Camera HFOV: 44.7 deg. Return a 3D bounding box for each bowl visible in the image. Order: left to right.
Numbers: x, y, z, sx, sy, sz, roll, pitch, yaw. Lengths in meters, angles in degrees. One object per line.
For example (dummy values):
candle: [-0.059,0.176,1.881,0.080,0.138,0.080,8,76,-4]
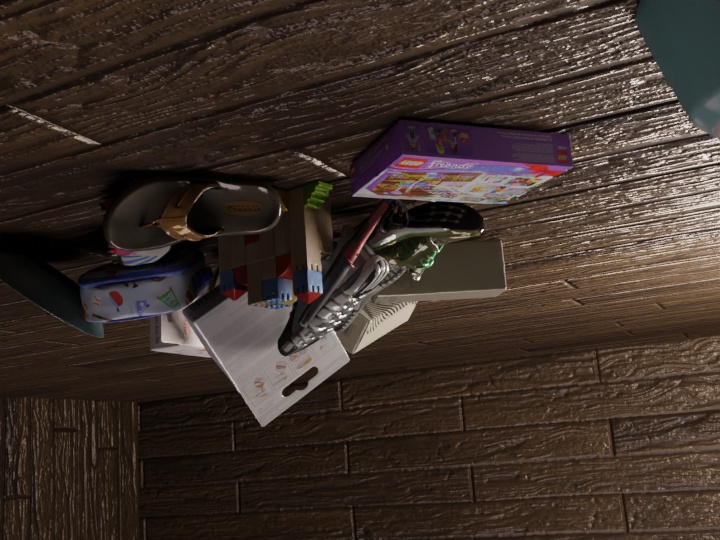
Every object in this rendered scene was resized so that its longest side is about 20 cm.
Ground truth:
bowl: [0.311,-0.159,0.635,0.199,0.106,0.201,-5,168,-1]

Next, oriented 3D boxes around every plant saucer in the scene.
plant saucer: [-0.426,0.021,1.200,0.200,0.039,0.201,36,175,4]

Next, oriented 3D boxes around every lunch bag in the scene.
lunch bag: [-0.288,0.016,1.200,0.159,0.076,0.200,-10,-170,1]

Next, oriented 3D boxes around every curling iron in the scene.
curling iron: [-0.008,-0.012,1.053,0.050,0.200,0.026,46,166,-32]

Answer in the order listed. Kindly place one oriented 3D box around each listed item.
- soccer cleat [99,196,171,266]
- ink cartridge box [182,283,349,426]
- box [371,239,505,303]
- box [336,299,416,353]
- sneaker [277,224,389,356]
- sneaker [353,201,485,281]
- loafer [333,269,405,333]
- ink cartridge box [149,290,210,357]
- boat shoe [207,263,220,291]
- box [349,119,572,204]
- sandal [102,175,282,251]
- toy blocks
soccer cleat: [-0.263,-0.050,1.051,0.086,0.070,0.200,-10,175,-14]
ink cartridge box: [-0.125,0.089,1.195,0.162,0.201,0.057,-36,-144,-15]
box: [0.115,0.002,1.331,0.199,0.083,0.068,-1,167,-7]
box: [0.017,0.061,1.415,0.082,0.069,0.200,34,-154,16]
sneaker: [-0.060,0.015,1.143,0.200,0.116,0.075,-43,168,25]
sneaker: [0.076,-0.032,1.128,0.199,0.089,0.077,-7,-151,36]
loafer: [0.000,0.000,1.241,0.075,0.070,0.200,37,111,-23]
ink cartridge box: [-0.299,0.082,1.504,0.067,0.117,0.200,-11,165,26]
boat shoe: [-0.181,-0.003,1.262,0.074,0.075,0.203,1,144,-32]
box: [0.105,-0.112,0.934,0.199,0.039,0.137,1,167,-23]
sandal: [-0.178,-0.059,0.955,0.199,0.082,0.055,-2,-162,-20]
toy blocks: [-0.105,-0.016,1.073,0.199,0.138,0.100,-13,165,38]
